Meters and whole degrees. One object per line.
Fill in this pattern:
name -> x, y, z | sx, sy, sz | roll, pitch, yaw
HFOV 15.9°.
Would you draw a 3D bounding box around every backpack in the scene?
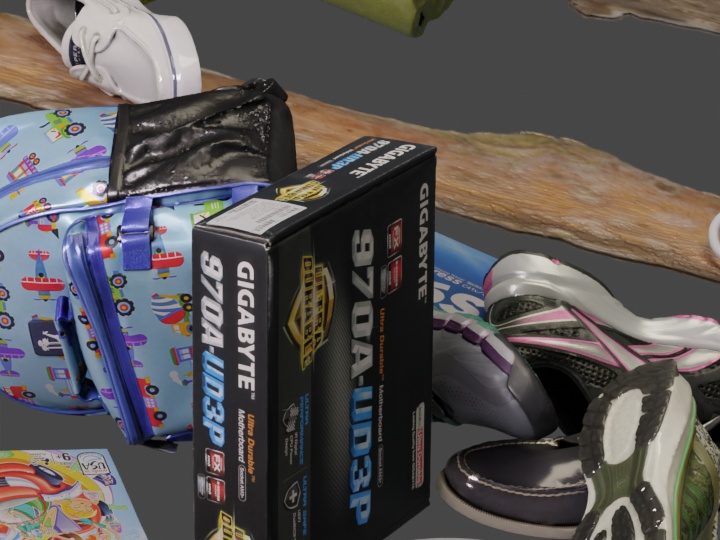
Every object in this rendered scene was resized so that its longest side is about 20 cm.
backpack -> -0.126, 0.003, 1.345 | 0.199, 0.183, 0.135 | -5, 42, 0

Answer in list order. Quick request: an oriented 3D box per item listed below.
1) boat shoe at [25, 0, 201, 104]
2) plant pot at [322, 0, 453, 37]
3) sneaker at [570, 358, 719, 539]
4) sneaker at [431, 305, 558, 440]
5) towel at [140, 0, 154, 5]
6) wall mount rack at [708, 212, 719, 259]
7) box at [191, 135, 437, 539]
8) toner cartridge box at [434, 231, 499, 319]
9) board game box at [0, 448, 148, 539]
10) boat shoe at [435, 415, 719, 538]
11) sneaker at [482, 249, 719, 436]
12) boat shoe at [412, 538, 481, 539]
boat shoe -> -0.168, -0.147, 1.734 | 0.065, 0.074, 0.200 | -8, 23, -26
plant pot -> -0.003, -0.274, 1.929 | 0.184, 0.201, 0.200 | 30, 30, 9
sneaker -> 0.155, 0.140, 1.287 | 0.089, 0.077, 0.200 | 38, 46, -25
sneaker -> 0.025, 0.064, 1.390 | 0.087, 0.075, 0.200 | -38, 31, -15
towel -> -0.248, -0.232, 1.908 | 0.200, 0.018, 0.086 | 24, 29, 22
wall mount rack -> 0.333, -0.035, 1.669 | 0.200, 0.075, 0.174 | 22, 53, 19
box -> -0.021, 0.051, 1.262 | 0.046, 0.201, 0.159 | 13, 24, 29
toner cartridge box -> 0.000, 0.000, 1.540 | 0.200, 0.043, 0.095 | 24, 28, 22
board game box -> -0.199, 0.135, 1.208 | 0.199, 0.034, 0.135 | 0, 30, -23
boat shoe -> 0.138, 0.099, 1.386 | 0.199, 0.063, 0.073 | 1, 32, -19
sneaker -> 0.153, 0.070, 1.457 | 0.199, 0.080, 0.087 | 20, 59, -2
boat shoe -> 0.058, 0.173, 1.210 | 0.072, 0.066, 0.200 | -2, 9, -19
